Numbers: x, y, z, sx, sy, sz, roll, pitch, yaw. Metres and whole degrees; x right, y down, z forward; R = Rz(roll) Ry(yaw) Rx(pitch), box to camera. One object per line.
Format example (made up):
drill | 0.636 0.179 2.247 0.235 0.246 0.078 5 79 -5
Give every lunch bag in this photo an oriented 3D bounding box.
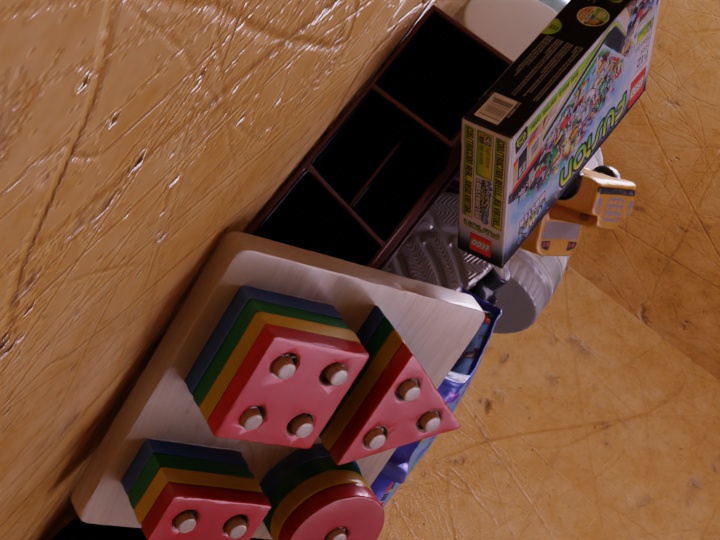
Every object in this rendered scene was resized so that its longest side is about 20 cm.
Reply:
lunch bag | 0.029 0.103 0.991 0.151 0.094 0.200 -56 -171 20

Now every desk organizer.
desk organizer | 0.010 -0.059 0.837 0.200 0.072 0.077 -52 173 -13

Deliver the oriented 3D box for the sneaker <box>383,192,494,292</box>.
sneaker | 0.000 0.000 0.965 0.198 0.078 0.112 -18 179 -8

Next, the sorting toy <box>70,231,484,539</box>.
sorting toy | -0.035 0.096 0.807 0.198 0.070 0.201 15 116 -40

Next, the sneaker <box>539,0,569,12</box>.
sneaker | 0.131 -0.140 1.061 0.080 0.130 0.200 -51 176 -23

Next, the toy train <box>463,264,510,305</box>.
toy train | 0.026 0.030 1.131 0.199 0.114 0.086 -34 -145 31

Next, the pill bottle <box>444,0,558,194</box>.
pill bottle | 0.084 -0.096 0.980 0.112 0.112 0.201 -48 166 -41

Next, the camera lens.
camera lens | 0.134 -0.062 1.309 0.160 0.159 0.201 118 -3 -64

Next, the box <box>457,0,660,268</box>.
box | 0.128 -0.106 0.861 0.200 0.035 0.111 -49 152 -32

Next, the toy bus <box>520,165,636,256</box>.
toy bus | 0.120 -0.066 1.104 0.065 0.199 0.079 2 106 -48

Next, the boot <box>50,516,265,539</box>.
boot | -0.173 0.206 0.942 0.199 0.077 0.168 -12 160 24
